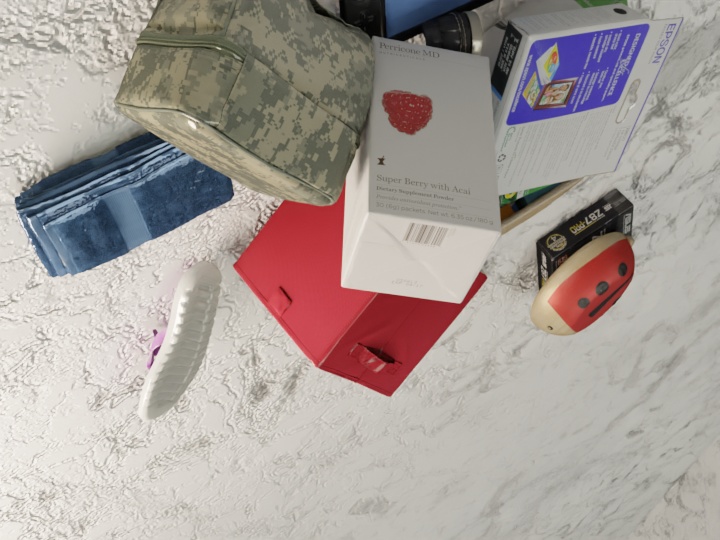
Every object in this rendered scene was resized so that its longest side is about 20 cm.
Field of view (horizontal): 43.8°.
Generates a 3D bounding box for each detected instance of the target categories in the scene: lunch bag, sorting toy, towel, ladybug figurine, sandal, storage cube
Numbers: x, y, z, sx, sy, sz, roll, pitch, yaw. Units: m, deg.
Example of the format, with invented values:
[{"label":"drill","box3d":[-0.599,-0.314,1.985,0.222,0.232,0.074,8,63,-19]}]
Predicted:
[{"label":"lunch bag","box3d":[-0.082,-0.166,0.748,0.199,0.138,0.171,28,82,-48]},{"label":"sorting toy","box3d":[0.194,-0.068,1.181,0.198,0.037,0.185,-36,176,-7]},{"label":"towel","box3d":[-0.213,-0.065,0.838,0.197,0.049,0.113,-28,147,-15]},{"label":"ladybug figurine","box3d":[0.349,0.027,1.374,0.200,0.072,0.135,-48,143,15]},{"label":"sandal","box3d":[-0.210,0.075,1.018,0.082,0.049,0.206,-6,125,-60]},{"label":"storage cube","box3d":[0.000,0.000,0.991,0.181,0.200,0.170,-49,145,8]}]

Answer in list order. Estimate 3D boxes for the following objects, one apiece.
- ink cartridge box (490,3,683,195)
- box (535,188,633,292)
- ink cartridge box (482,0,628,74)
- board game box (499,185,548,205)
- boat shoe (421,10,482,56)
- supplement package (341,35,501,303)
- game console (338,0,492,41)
[{"label":"ink cartridge box","box3d":[0.212,-0.172,0.919,0.196,0.044,0.201,-12,139,-25]},{"label":"box","box3d":[0.359,-0.017,1.438,0.159,0.049,0.201,-33,145,-10]},{"label":"ink cartridge box","box3d":[0.203,-0.222,1.007,0.198,0.085,0.147,-35,146,-1]},{"label":"board game box","box3d":[0.201,-0.164,0.978,0.103,0.024,0.202,-23,143,-21]},{"label":"boat shoe","box3d":[0.071,-0.189,0.935,0.061,0.074,0.201,-6,152,-14]},{"label":"supplement package","box3d":[0.052,-0.093,0.824,0.118,0.204,0.121,7,147,-9]},{"label":"game console","box3d":[0.087,-0.267,0.814,0.197,0.119,0.172,-27,145,-15]}]
